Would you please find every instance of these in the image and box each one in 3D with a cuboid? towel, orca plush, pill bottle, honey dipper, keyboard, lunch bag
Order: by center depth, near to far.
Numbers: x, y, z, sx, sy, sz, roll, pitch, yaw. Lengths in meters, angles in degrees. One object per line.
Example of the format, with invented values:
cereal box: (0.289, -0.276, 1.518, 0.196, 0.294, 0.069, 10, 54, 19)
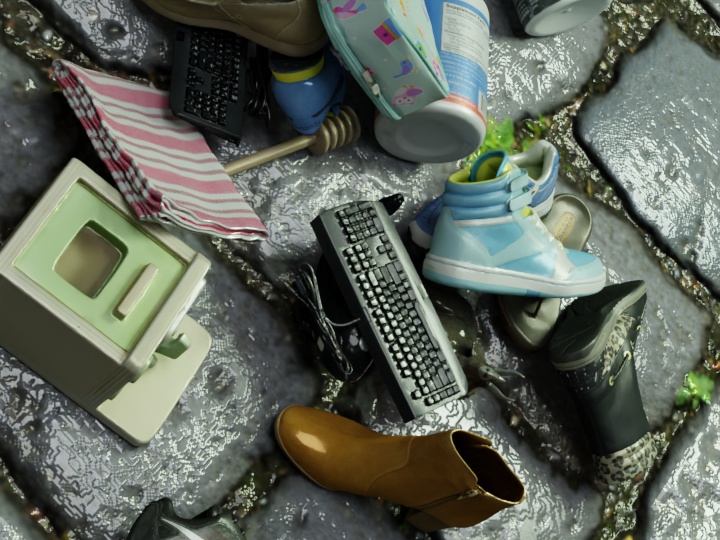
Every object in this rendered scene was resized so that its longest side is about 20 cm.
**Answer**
towel: (-0.171, -0.106, 1.428, 0.146, 0.030, 0.200, 12, 36, -51)
keyboard: (0.010, 0.038, 1.456, 0.127, 0.021, 0.201, -22, 82, -30)
orca plush: (0.000, 0.000, 1.506, 0.105, 0.071, 0.201, 16, 55, 15)
lunch bag: (0.014, -0.242, 1.526, 0.161, 0.077, 0.201, 53, 20, -50)
keyboard: (-0.121, -0.206, 1.538, 0.104, 0.040, 0.201, 23, 46, -26)
honey dipper: (-0.086, -0.108, 1.551, 0.199, 0.038, 0.038, -26, 84, -33)
pill bottle: (0.072, -0.218, 1.647, 0.112, 0.112, 0.201, 17, 61, -25)
pill bottle: (0.193, -0.365, 1.789, 0.106, 0.106, 0.201, -12, 76, -35)

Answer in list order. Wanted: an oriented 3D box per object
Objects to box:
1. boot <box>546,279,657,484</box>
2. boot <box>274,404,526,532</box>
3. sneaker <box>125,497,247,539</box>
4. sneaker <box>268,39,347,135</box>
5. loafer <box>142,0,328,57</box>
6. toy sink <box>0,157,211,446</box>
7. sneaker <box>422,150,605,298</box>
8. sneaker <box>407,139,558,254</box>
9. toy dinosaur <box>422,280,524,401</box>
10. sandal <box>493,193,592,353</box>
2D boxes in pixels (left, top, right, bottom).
boot: (0.255, 0.107, 1.650, 0.204, 0.073, 0.155, -40, 113, -58)
boot: (0.037, 0.159, 1.439, 0.201, 0.144, 0.071, 33, 55, -16)
sneaker: (-0.107, 0.248, 1.356, 0.200, 0.071, 0.098, 26, 60, -18)
sneaker: (-0.042, -0.197, 1.589, 0.200, 0.066, 0.079, -72, 152, -57)
loafer: (-0.118, -0.262, 1.521, 0.199, 0.068, 0.076, 19, 48, 11)
toy sink: (-0.207, 0.028, 1.364, 0.200, 0.112, 0.131, 40, 55, -11)
sneaker: (0.157, -0.044, 1.558, 0.199, 0.079, 0.131, 4, 98, -32)
sneaker: (0.121, -0.073, 1.621, 0.076, 0.077, 0.200, 39, 46, 24)
toy dinosaur: (0.075, 0.055, 1.563, 0.102, 0.077, 0.200, 26, 27, -25)
sandal: (0.194, -0.006, 1.665, 0.082, 0.055, 0.200, 41, 54, -10)
